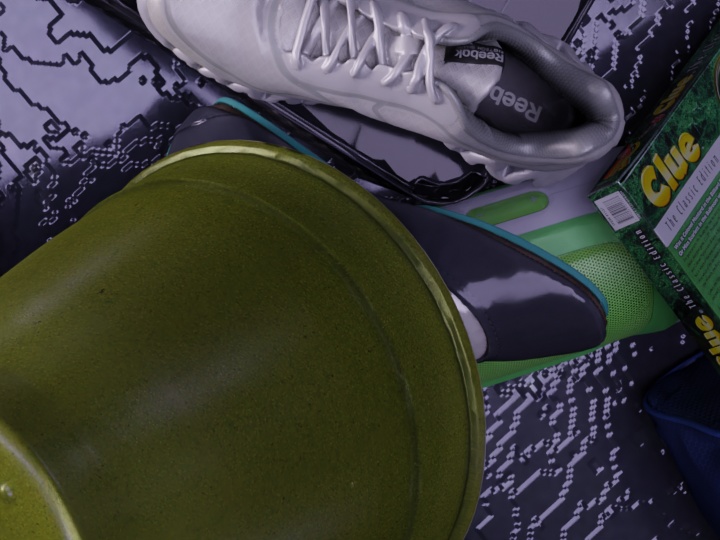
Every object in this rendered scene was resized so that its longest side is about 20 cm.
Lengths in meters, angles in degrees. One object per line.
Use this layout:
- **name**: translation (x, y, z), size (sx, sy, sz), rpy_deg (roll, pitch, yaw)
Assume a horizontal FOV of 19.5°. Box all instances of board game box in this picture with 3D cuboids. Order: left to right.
- **board game box**: translation (0.177, -0.053, 0.915), size (0.105, 0.023, 0.200), rpy_deg (53, 49, -15)

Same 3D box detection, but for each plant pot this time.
- **plant pot**: translation (-0.086, 0.074, 0.756), size (0.192, 0.199, 0.202), rpy_deg (-28, 106, -53)

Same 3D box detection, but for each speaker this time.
- **speaker**: translation (0.054, 0.007, 0.918), size (0.198, 0.088, 0.089), rpy_deg (-17, 100, -10)

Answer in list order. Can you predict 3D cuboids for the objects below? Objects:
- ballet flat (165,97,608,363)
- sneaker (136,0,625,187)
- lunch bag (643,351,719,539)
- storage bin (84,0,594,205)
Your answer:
- **ballet flat**: translation (0.000, 0.000, 0.835), size (0.199, 0.073, 0.074), rpy_deg (28, 91, 19)
- **sneaker**: translation (0.012, -0.087, 0.807), size (0.198, 0.081, 0.076), rpy_deg (17, 95, -12)
- **lunch bag**: translation (0.247, 0.073, 0.942), size (0.199, 0.136, 0.133), rpy_deg (-31, 102, -9)
- **storage bin**: translation (-0.015, -0.131, 0.883), size (0.199, 0.094, 0.136), rpy_deg (31, 89, -13)
